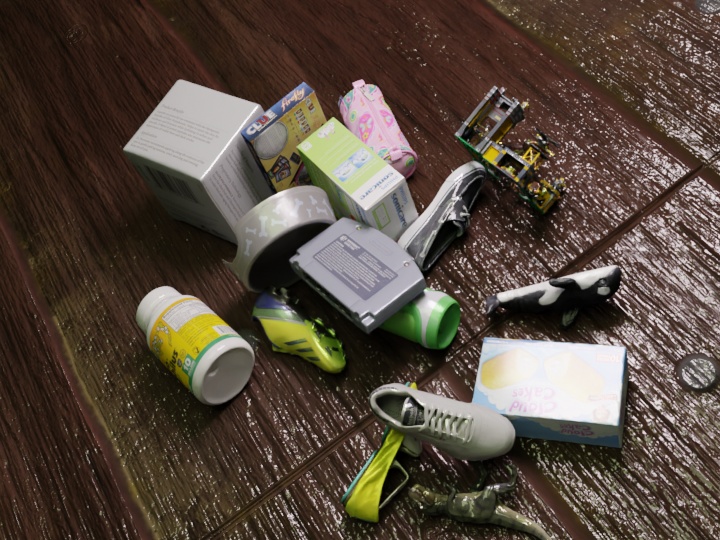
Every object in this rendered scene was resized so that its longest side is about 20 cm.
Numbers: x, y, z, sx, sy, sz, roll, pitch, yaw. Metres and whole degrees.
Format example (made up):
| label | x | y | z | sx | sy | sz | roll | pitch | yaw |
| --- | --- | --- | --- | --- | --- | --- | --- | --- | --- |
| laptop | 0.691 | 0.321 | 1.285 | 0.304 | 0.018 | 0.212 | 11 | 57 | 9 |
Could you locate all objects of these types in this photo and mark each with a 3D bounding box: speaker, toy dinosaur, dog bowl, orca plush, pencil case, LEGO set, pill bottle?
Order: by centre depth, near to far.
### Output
| label | x | y | z | sx | sy | sz | roll | pitch | yaw |
| --- | --- | --- | --- | --- | --- | --- | --- | --- | --- |
| toy dinosaur | 0.165 | 0.295 | 1.260 | 0.196 | 0.048 | 0.090 | 10 | 66 | 23 |
| orca plush | 0.278 | 0.050 | 1.374 | 0.195 | 0.105 | 0.073 | -13 | 84 | 7 |
| speaker | 0.049 | 0.050 | 1.445 | 0.197 | 0.089 | 0.089 | 20 | 64 | 31 |
| pill bottle | -0.263 | 0.110 | 1.500 | 0.113 | 0.113 | 0.199 | -44 | 54 | -14 |
| LEGO set | 0.251 | -0.195 | 1.502 | 0.116 | 0.153 | 0.200 | -49 | 45 | 4 |
| dog bowl | -0.119 | -0.042 | 1.510 | 0.198 | 0.201 | 0.059 | -32 | 67 | -5 |
| pencil case | 0.028 | -0.237 | 1.657 | 0.086 | 0.088 | 0.202 | -24 | 52 | 1 |

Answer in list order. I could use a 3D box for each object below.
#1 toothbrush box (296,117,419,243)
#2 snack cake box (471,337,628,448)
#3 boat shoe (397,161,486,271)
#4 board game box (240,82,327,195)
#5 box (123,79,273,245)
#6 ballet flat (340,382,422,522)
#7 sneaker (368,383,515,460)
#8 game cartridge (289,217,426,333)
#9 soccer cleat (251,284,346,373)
| label | x | y | z | sx | sy | sz | roll | pitch | yaw |
| --- | --- | --- | --- | --- | --- | --- | --- | --- | --- |
| toothbrush box | 0.000 | -0.128 | 1.551 | 0.086 | 0.147 | 0.200 | -39 | 53 | -11 |
| snack cake box | 0.257 | 0.163 | 1.302 | 0.196 | 0.068 | 0.117 | 2 | 56 | 22 |
| boat shoe | 0.142 | -0.083 | 1.514 | 0.067 | 0.072 | 0.200 | 33 | 75 | 37 |
| board game box | -0.105 | -0.195 | 1.601 | 0.135 | 0.201 | 0.035 | -39 | 52 | -11 |
| box | -0.252 | -0.182 | 1.647 | 0.196 | 0.201 | 0.173 | 21 | 67 | 32 |
| ballet flat | 0.046 | 0.254 | 1.326 | 0.066 | 0.067 | 0.202 | 28 | 70 | 10 |
| sneaker | 0.104 | 0.199 | 1.255 | 0.196 | 0.081 | 0.078 | 12 | 81 | 14 |
| game cartridge | 0.000 | 0.000 | 1.420 | 0.132 | 0.041 | 0.199 | -38 | 48 | -16 |
| soccer cleat | -0.096 | 0.104 | 1.489 | 0.200 | 0.064 | 0.085 | 41 | 106 | 32 |
